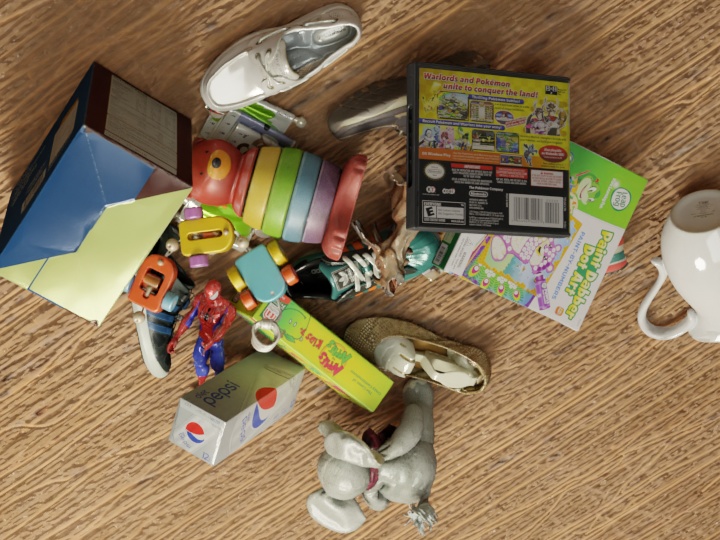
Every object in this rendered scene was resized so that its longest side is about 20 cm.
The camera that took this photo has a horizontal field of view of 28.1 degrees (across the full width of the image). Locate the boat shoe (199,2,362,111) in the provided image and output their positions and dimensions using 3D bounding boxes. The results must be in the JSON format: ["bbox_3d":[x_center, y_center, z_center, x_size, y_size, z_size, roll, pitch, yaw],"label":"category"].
[{"bbox_3d":[-0.090,-0.237,1.604,0.199,0.069,0.071,-29,111,3],"label":"boat shoe"}]

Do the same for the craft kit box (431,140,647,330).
[{"bbox_3d":[0.211,-0.057,1.680,0.196,0.048,0.201,22,94,-24],"label":"craft kit box"}]

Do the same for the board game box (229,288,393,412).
[{"bbox_3d":[-0.062,0.090,1.756,0.200,0.101,0.048,40,81,-22],"label":"board game box"}]

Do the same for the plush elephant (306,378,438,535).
[{"bbox_3d":[0.007,0.239,1.793,0.154,0.201,0.165,15,122,-19],"label":"plush elephant"}]

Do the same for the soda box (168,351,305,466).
[{"bbox_3d":[-0.145,0.160,1.731,0.068,0.200,0.064,26,114,18],"label":"soda box"}]

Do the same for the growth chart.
[{"bbox_3d":[-0.143,-0.117,1.696,0.144,0.018,0.201,17,114,-15],"label":"growth chart"}]

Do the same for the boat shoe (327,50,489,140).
[{"bbox_3d":[0.061,-0.184,1.655,0.199,0.075,0.074,-19,117,4],"label":"boat shoe"}]

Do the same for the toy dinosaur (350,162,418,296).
[{"bbox_3d":[0.058,-0.080,1.647,0.086,0.200,0.136,36,136,-6],"label":"toy dinosaur"}]

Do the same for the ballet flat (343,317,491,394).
[{"bbox_3d":[0.077,0.110,1.808,0.198,0.065,0.071,13,115,-13],"label":"ballet flat"}]

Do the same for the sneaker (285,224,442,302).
[{"bbox_3d":[0.000,0.000,1.699,0.199,0.080,0.072,-15,105,25],"label":"sneaker"}]

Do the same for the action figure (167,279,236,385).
[{"bbox_3d":[-0.194,0.105,1.734,0.065,0.099,0.201,21,126,18],"label":"action figure"}]

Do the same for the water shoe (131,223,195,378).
[{"bbox_3d":[-0.235,0.040,1.733,0.078,0.072,0.201,-10,118,-6],"label":"water shoe"}]

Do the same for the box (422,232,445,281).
[{"bbox_3d":[0.131,-0.082,1.727,0.200,0.050,0.075,-44,113,14],"label":"box"}]

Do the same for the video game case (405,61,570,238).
[{"bbox_3d":[0.143,-0.131,1.589,0.198,0.025,0.182,2,86,-24],"label":"video game case"}]

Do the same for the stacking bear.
[{"bbox_3d":[-0.105,-0.094,1.644,0.198,0.114,0.122,16,83,-3],"label":"stacking bear"}]

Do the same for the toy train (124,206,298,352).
[{"bbox_3d":[-0.170,0.012,1.663,0.199,0.056,0.151,20,91,7],"label":"toy train"}]

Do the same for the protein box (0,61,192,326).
[{"bbox_3d":[-0.292,-0.088,1.589,0.134,0.200,0.199,30,110,-20],"label":"protein box"}]

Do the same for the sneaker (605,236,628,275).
[{"bbox_3d":[0.227,-0.035,1.762,0.198,0.070,0.094,-7,100,-1],"label":"sneaker"}]

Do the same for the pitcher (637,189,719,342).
[{"bbox_3d":[0.416,0.006,1.778,0.170,0.122,0.201,-11,130,16],"label":"pitcher"}]
